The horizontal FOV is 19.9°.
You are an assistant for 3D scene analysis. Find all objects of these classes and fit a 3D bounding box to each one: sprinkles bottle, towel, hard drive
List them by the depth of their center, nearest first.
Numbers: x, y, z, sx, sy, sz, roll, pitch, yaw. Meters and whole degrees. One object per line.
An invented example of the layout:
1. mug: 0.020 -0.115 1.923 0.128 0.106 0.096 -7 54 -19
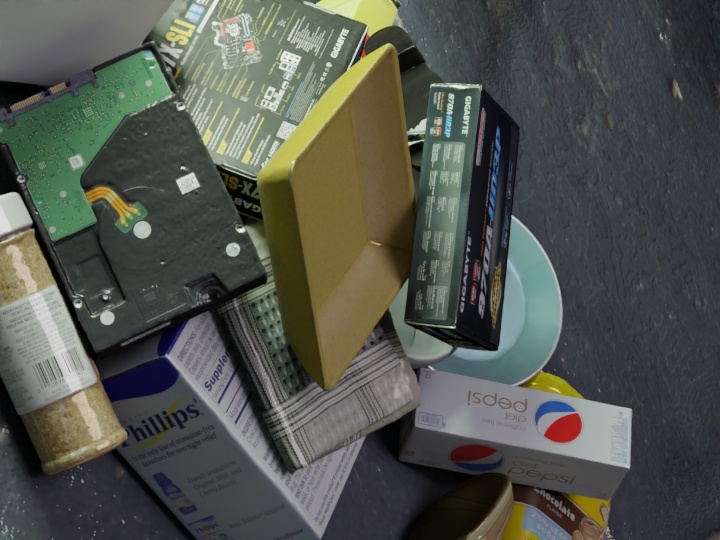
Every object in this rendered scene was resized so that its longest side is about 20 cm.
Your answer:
1. sprinkles bottle: -0.239 0.046 1.488 0.068 0.068 0.200 -27 94 -54
2. hard drive: -0.171 -0.052 1.515 0.200 0.140 0.038 63 -6 11
3. towel: -0.032 0.043 1.608 0.200 0.035 0.193 -24 90 -56

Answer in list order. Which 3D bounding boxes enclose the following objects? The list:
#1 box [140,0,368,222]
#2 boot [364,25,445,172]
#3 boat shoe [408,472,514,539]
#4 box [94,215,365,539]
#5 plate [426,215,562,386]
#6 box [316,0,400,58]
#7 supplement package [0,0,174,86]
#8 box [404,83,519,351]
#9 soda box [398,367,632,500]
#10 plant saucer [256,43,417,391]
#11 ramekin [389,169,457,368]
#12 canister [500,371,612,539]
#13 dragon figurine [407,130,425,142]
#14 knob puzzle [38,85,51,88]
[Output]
1. box: -0.099 -0.143 1.622 0.160 0.049 0.200 19 52 3
2. boot: 0.074 -0.098 1.858 0.200 0.068 0.188 58 2 -41
3. boat shoe: 0.077 0.260 1.781 0.200 0.074 0.066 -50 123 -33
4. box: -0.097 0.096 1.613 0.200 0.105 0.184 52 36 -21
5. plate: 0.100 0.022 1.936 0.200 0.026 0.200 12 63 -24
6. box: -0.025 -0.189 1.887 0.050 0.075 0.200 48 39 -26
7. supplement package: -0.245 -0.230 1.531 0.200 0.156 0.111 2 48 -52
8. box: 0.087 -0.041 1.707 0.159 0.046 0.200 30 65 -71
9. soda box: 0.138 0.147 1.835 0.200 0.068 0.064 12 55 -6
10. plant saucer: -0.019 -0.044 1.558 0.200 0.048 0.200 -54 144 -49
11. ramekin: 0.000 0.000 1.793 0.202 0.094 0.203 26 52 -38
12. canister: 0.171 0.218 1.916 0.149 0.086 0.200 43 44 -30
13. dragon figurine: -0.031 -0.098 1.699 0.200 0.059 0.100 13 46 -12
14. knob puzzle: -0.150 -0.185 1.690 0.219 0.030 0.220 8 52 -11
